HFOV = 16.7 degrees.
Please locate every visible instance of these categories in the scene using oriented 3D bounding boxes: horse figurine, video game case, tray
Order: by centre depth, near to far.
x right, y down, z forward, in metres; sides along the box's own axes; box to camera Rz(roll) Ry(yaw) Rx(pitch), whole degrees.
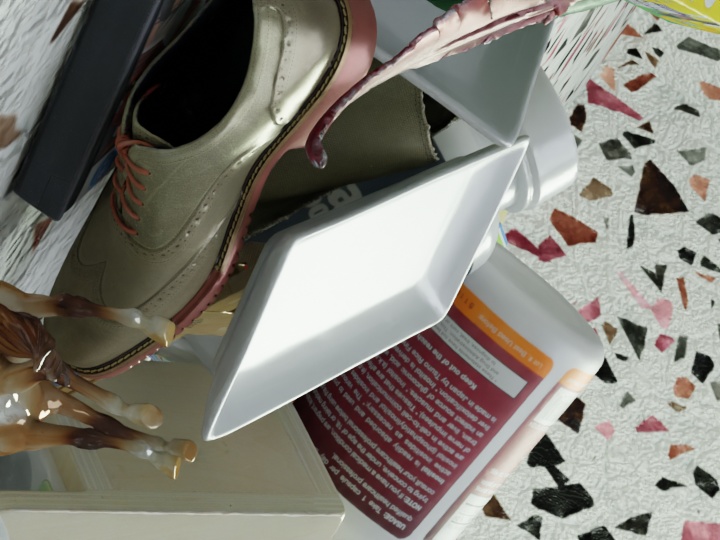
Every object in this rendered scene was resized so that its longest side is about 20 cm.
[{"bbox_3d":[-0.135,0.044,0.956,0.200,0.132,0.050,88,15,-68],"label":"horse figurine"},{"bbox_3d":[-0.054,-0.134,0.981,0.181,0.025,0.200,-49,172,-50],"label":"video game case"},{"bbox_3d":[0.047,-0.158,1.050,0.022,0.107,0.201,-22,-138,52],"label":"tray"},{"bbox_3d":[0.000,0.000,1.064,0.200,0.022,0.108,-25,147,-55],"label":"tray"}]

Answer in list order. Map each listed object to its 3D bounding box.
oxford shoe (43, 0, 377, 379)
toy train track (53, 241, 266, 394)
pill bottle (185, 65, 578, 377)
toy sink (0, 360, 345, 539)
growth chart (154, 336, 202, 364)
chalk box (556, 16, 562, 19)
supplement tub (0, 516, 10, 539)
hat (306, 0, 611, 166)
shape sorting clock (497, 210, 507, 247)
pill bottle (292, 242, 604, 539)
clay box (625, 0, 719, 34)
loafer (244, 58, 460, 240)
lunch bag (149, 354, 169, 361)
[{"bbox_3d":[-0.078,-0.041,0.959,0.075,0.070,0.200,6,124,-52],"label":"oxford shoe"},{"bbox_3d":[-0.112,0.027,1.081,0.199,0.033,0.115,-28,165,23],"label":"toy train track"},{"bbox_3d":[-0.001,-0.036,1.190,0.199,0.120,0.120,-29,167,-15],"label":"pill bottle"},{"bbox_3d":[-0.133,0.121,1.206,0.199,0.112,0.131,4,131,-35],"label":"toy sink"},{"bbox_3d":[-0.040,-0.031,1.257,0.201,0.144,0.018,-58,-150,-5],"label":"growth chart"},{"bbox_3d":[0.113,-0.248,1.265,0.201,0.124,0.125,-58,173,15],"label":"chalk box"},{"bbox_3d":[-0.189,0.121,0.679,0.145,0.145,0.200,-57,175,21],"label":"supplement tub"},{"bbox_3d":[0.044,-0.103,0.957,0.200,0.165,0.177,31,90,-43],"label":"hat"},{"bbox_3d":[0.032,0.027,1.421,0.201,0.039,0.200,-58,173,-10],"label":"shape sorting clock"},{"bbox_3d":[0.025,0.082,1.286,0.200,0.113,0.113,-50,176,10],"label":"pill bottle"},{"bbox_3d":[0.158,-0.175,1.147,0.200,0.047,0.116,5,98,-70],"label":"clay box"},{"bbox_3d":[-0.001,-0.075,1.057,0.200,0.069,0.076,-38,135,-28],"label":"loafer"},{"bbox_3d":[-0.036,-0.011,1.382,0.200,0.124,0.170,-45,175,-6],"label":"lunch bag"}]
